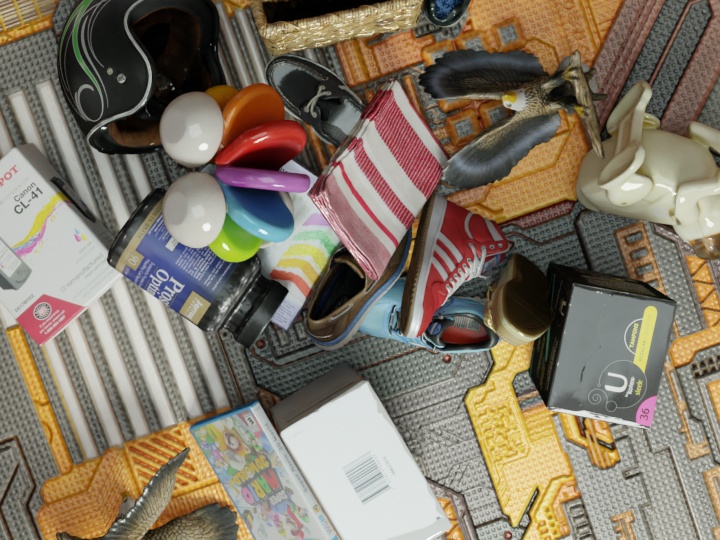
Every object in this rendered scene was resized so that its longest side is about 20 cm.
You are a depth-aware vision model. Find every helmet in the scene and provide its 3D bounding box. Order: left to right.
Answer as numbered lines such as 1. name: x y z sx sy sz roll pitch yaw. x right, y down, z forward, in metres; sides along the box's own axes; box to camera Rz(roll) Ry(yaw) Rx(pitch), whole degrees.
1. helmet: -0.256 -0.249 1.662 0.199 0.200 0.192 -10 77 2

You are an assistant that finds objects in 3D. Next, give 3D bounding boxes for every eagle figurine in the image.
1. eagle figurine: -0.267 0.323 1.757 0.199 0.152 0.152 -23 75 8
2. eagle figurine: 0.184 -0.198 1.713 0.199 0.151 0.153 -13 53 31

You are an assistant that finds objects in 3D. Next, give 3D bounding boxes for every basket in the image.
1. basket: -0.032 -0.345 1.663 0.198 0.149 0.144 -11 89 1

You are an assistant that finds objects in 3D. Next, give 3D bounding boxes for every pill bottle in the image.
1. pill bottle: -0.188 0.001 1.681 0.199 0.112 0.112 35 96 -3

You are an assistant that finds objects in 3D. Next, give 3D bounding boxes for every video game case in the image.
1. video game case: -0.120 0.262 1.759 0.143 0.018 0.201 -24 99 48

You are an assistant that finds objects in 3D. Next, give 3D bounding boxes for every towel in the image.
1. towel: 0.028 -0.109 1.679 0.144 0.023 0.201 52 56 -32

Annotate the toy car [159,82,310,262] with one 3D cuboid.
1. toy car: -0.123 -0.112 1.598 0.149 0.175 0.202 -3 87 36

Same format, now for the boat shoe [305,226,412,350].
1. boat shoe: 0.000 0.000 1.717 0.072 0.072 0.201 21 71 22

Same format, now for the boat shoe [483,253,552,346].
1. boat shoe: 0.182 0.048 1.692 0.074 0.200 0.066 38 113 -3

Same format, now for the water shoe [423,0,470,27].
1. water shoe: 0.128 -0.387 1.698 0.071 0.079 0.201 14 97 -2

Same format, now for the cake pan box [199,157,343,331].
1. cake pan box: -0.121 -0.056 1.753 0.199 0.052 0.185 35 94 -3

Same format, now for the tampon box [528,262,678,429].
1. tampon box: 0.282 0.085 1.692 0.125 0.200 0.151 10 97 -1

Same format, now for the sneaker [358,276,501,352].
1. sneaker: 0.082 0.058 1.742 0.198 0.090 0.079 6 102 1

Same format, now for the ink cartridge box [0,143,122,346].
1. ink cartridge box: -0.396 -0.032 1.740 0.147 0.086 0.200 -41 96 5

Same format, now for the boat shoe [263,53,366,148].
1. boat shoe: -0.034 -0.190 1.731 0.200 0.060 0.074 42 97 -4

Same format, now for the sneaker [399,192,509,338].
1. sneaker: 0.115 0.005 1.710 0.112 0.071 0.201 19 57 -7

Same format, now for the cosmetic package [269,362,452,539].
1. cosmetic package: -0.006 0.232 1.705 0.122 0.200 0.200 -31 95 -4

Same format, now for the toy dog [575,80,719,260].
1. toy dog: 0.370 -0.092 1.697 0.199 0.140 0.194 25 133 -13
